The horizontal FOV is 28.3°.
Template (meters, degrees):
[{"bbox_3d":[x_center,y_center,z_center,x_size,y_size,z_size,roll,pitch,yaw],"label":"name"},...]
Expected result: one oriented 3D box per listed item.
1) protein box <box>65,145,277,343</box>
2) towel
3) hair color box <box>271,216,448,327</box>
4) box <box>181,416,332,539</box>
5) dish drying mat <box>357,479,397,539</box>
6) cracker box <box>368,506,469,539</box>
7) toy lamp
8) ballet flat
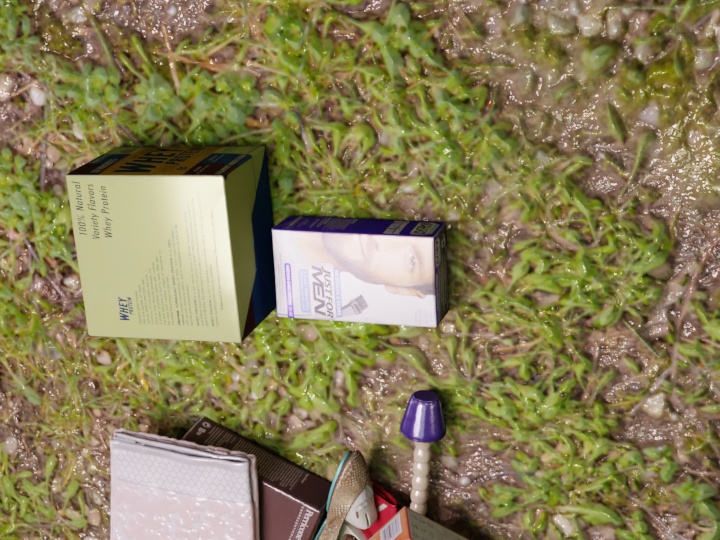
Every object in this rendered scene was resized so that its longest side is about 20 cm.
[{"bbox_3d":[-0.216,-0.035,1.676,0.197,0.135,0.201,1,109,18],"label":"protein box"},{"bbox_3d":[-0.219,0.301,1.763,0.198,0.032,0.193,8,111,18],"label":"towel"},{"bbox_3d":[0.000,0.000,1.654,0.197,0.065,0.111,2,108,17],"label":"hair color box"},{"bbox_3d":[-0.141,0.281,1.793,0.198,0.075,0.101,25,114,8],"label":"box"},{"bbox_3d":[0.018,0.364,1.774,0.077,0.018,0.202,29,122,50],"label":"dish drying mat"},{"bbox_3d":[0.088,0.378,1.708,0.199,0.058,0.134,32,118,-25],"label":"cracker box"},{"bbox_3d":[0.071,0.242,1.714,0.057,0.058,0.203,9,110,16],"label":"toy lamp"},{"bbox_3d":[-0.012,0.305,1.746,0.065,0.070,0.201,31,131,19],"label":"ballet flat"}]
